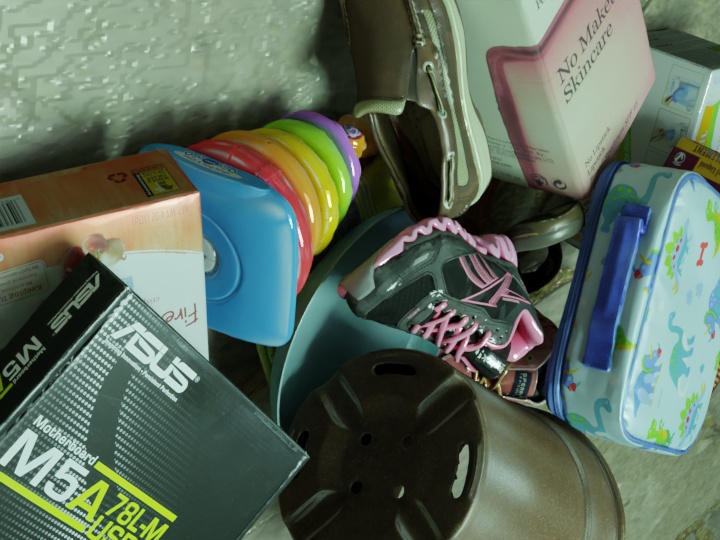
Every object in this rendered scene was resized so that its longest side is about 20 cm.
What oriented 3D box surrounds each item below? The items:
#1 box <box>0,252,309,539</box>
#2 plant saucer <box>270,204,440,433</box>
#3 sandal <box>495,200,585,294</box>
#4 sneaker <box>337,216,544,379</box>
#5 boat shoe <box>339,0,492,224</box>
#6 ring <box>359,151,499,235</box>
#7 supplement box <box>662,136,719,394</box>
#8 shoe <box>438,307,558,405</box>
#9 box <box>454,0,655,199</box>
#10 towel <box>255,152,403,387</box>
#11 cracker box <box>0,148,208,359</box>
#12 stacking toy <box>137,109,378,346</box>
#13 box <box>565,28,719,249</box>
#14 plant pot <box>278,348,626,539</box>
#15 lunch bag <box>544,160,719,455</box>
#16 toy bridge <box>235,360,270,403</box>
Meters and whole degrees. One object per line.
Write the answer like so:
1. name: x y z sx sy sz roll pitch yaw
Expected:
1. box: -0.142 0.121 0.643 0.193 0.047 0.200 -47 139 -8
2. plant saucer: 0.001 0.044 0.852 0.199 0.027 0.202 -38 142 -37
3. sandal: 0.131 -0.010 0.951 0.081 0.055 0.200 -25 178 -13
4. sneaker: 0.063 0.025 0.798 0.079 0.096 0.199 -35 160 29
5. boat shoe: 0.028 -0.121 0.765 0.075 0.074 0.205 -45 119 -43
6. ring: 0.056 -0.061 0.942 0.199 0.019 0.203 -33 137 -36
7. supplement box: 0.275 0.007 1.025 0.085 0.110 0.202 27 95 -48
8. shoe: 0.105 0.082 1.040 0.199 0.090 0.072 -26 132 -41
9. box: 0.120 -0.168 0.853 0.129 0.108 0.201 -56 144 -21
10. towel: 0.000 0.000 0.862 0.200 0.023 0.145 -47 147 -27
11. cracker box: -0.153 0.046 0.673 0.132 0.058 0.203 -16 128 -24
12. stacking toy: -0.040 -0.055 0.762 0.200 0.115 0.111 -41 144 -45
13. box: 0.276 -0.107 1.125 0.112 0.101 0.203 -17 126 -46
14. plant pot: 0.056 0.156 0.827 0.202 0.199 0.198 -57 141 -7
15. lunch bag: 0.211 0.028 0.901 0.160 0.082 0.203 19 84 -53
16. toy bridge: -0.050 0.025 0.854 0.202 0.027 0.067 -61 148 -2
